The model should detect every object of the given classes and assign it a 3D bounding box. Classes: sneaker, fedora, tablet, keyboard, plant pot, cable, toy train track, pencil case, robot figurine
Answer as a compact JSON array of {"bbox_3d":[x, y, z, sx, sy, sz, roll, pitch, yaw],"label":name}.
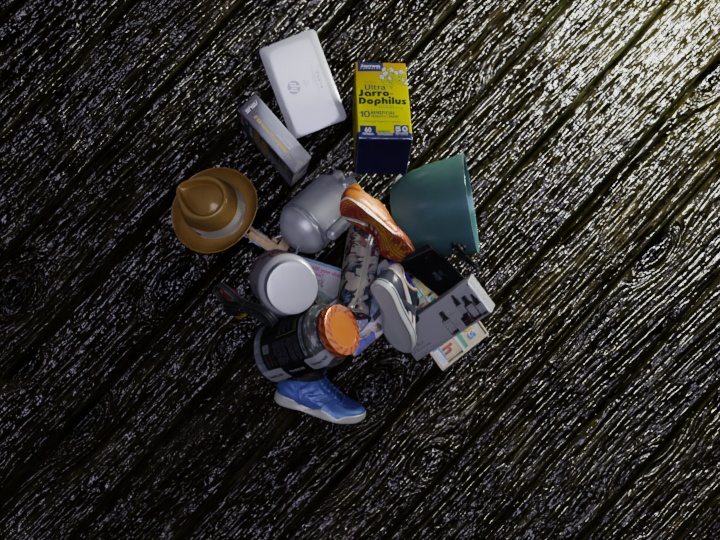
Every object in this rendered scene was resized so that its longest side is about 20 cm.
[{"bbox_3d":[0.044,-0.091,1.404,0.072,0.078,0.200,-24,121,38],"label":"sneaker"},{"bbox_3d":[0.082,0.076,1.447,0.077,0.202,0.080,15,50,32],"label":"sneaker"},{"bbox_3d":[-0.307,-0.135,1.457,0.197,0.082,0.204,-6,69,15],"label":"fedora"},{"bbox_3d":[-0.122,-0.394,1.535,0.128,0.014,0.203,-21,93,-3],"label":"tablet"},{"bbox_3d":[0.174,-0.006,1.455,0.126,0.200,0.021,-24,56,22],"label":"keyboard"},{"bbox_3d":[0.148,-0.122,1.479,0.158,0.200,0.204,-9,92,13],"label":"plant pot"},{"bbox_3d":[-0.229,0.063,1.451,0.050,0.198,0.098,-41,115,-32],"label":"cable"},{"bbox_3d":[-0.206,-0.061,1.523,0.199,0.032,0.116,34,82,-11],"label":"toy train track"},{"bbox_3d":[-0.075,0.244,1.520,0.197,0.077,0.113,16,104,2],"label":"sneaker"},{"bbox_3d":[0.000,0.000,1.448,0.077,0.089,0.203,17,73,-24],"label":"pencil case"},{"bbox_3d":[-0.086,-0.115,1.482,0.200,0.169,0.114,-45,135,-19],"label":"robot figurine"}]

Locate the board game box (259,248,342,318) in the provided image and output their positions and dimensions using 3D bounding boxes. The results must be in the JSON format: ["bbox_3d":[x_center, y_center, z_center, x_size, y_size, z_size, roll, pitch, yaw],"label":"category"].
[{"bbox_3d":[-0.101,0.048,1.519,0.197,0.034,0.137,17,90,-16],"label":"board game box"}]

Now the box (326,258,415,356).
[{"bbox_3d":[0.026,0.070,1.511,0.199,0.041,0.120,-39,95,-7],"label":"box"}]

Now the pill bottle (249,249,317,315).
[{"bbox_3d":[-0.146,0.022,1.381,0.111,0.200,0.116,-1,95,-16],"label":"pill bottle"}]

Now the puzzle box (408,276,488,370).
[{"bbox_3d":[0.170,0.096,1.565,0.132,0.025,0.201,-37,94,-3],"label":"puzzle box"}]

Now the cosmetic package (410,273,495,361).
[{"bbox_3d":[0.171,0.098,1.491,0.199,0.051,0.083,-38,91,26],"label":"cosmetic package"}]

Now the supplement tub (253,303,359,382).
[{"bbox_3d":[-0.104,0.138,1.400,0.198,0.122,0.124,-22,94,39],"label":"supplement tub"}]

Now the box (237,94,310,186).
[{"bbox_3d":[-0.171,-0.252,1.442,0.048,0.200,0.159,-42,95,-6],"label":"box"}]

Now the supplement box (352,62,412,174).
[{"bbox_3d":[0.040,-0.306,1.459,0.107,0.110,0.203,0,59,-4],"label":"supplement box"}]

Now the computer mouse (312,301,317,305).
[{"bbox_3d":[-0.079,0.123,1.494,0.058,0.202,0.034,7,47,24],"label":"computer mouse"}]
